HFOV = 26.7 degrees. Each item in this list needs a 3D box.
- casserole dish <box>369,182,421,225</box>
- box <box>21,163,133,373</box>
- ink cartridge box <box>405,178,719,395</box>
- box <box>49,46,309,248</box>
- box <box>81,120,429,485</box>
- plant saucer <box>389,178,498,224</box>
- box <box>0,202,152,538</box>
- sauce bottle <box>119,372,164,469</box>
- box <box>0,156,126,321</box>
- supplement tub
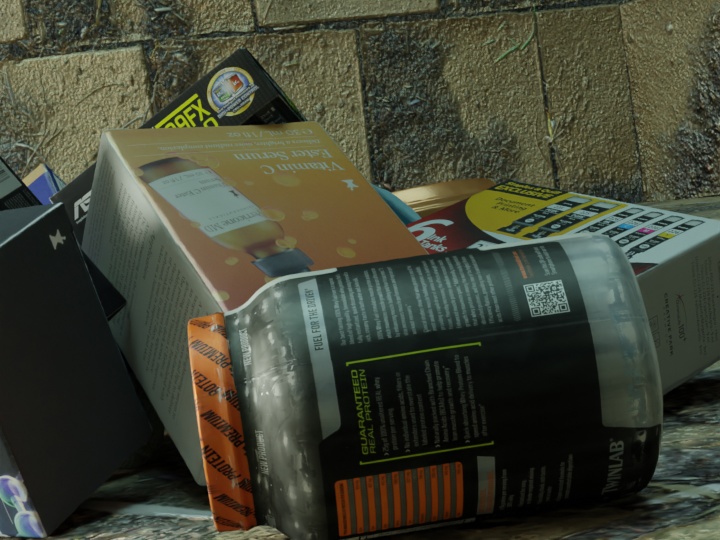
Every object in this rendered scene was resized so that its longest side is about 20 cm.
[{"bbox_3d":[0.000,0.000,1.136,0.039,0.121,0.200,-49,4,31],"label":"casserole dish"},{"bbox_3d":[-0.163,0.022,1.017,0.032,0.121,0.200,-39,42,3],"label":"box"},{"bbox_3d":[0.138,0.005,0.963,0.175,0.085,0.199,-25,25,-33],"label":"ink cartridge box"},{"bbox_3d":[-0.104,-0.059,1.038,0.160,0.044,0.200,-37,-16,4],"label":"box"},{"bbox_3d":[-0.057,0.010,0.886,0.151,0.107,0.200,-6,39,-32],"label":"box"},{"bbox_3d":[0.040,-0.045,1.315,0.198,0.038,0.200,-12,-4,-1],"label":"plant saucer"},{"bbox_3d":[-0.241,0.059,0.846,0.199,0.150,0.107,-6,23,31],"label":"box"},{"bbox_3d":[-0.216,0.101,1.003,0.199,0.065,0.064,-7,3,40],"label":"sauce bottle"},{"bbox_3d":[-0.243,0.021,0.917,0.200,0.143,0.036,-39,3,38],"label":"box"},{"bbox_3d":[0.026,0.055,0.686,0.198,0.124,0.123,-8,3,-5],"label":"supplement tub"}]
